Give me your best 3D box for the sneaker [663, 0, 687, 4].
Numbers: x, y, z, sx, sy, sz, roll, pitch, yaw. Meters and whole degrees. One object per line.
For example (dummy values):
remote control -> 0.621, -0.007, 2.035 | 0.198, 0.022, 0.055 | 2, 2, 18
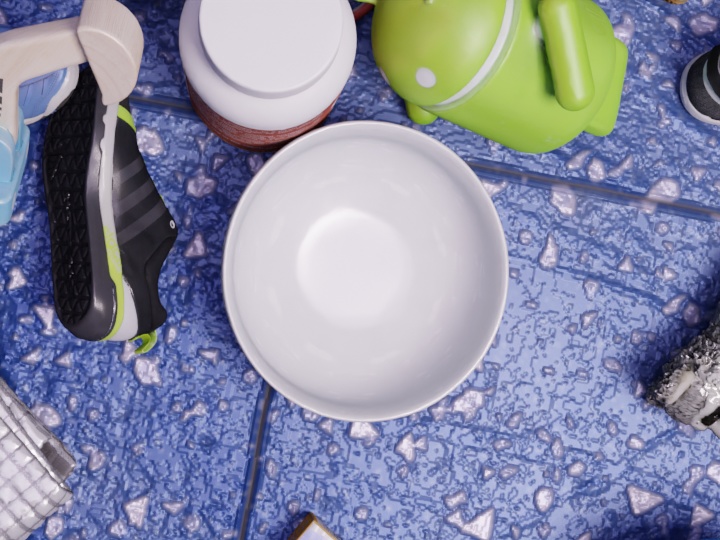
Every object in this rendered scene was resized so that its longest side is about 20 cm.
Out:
sneaker -> 0.201, -0.291, 0.940 | 0.087, 0.076, 0.201 | -33, 93, -6

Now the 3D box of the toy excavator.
toy excavator -> -0.243, -0.094, 0.820 | 0.193, 0.201, 0.100 | 10, 47, -10

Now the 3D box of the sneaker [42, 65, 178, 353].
sneaker -> -0.169, -0.042, 0.911 | 0.082, 0.071, 0.202 | 8, 78, -44

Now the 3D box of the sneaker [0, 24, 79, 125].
sneaker -> -0.291, -0.139, 0.879 | 0.198, 0.077, 0.076 | 4, 88, -2

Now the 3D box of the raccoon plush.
raccoon plush -> 0.266, 0.025, 0.955 | 0.133, 0.097, 0.202 | -9, 60, 7

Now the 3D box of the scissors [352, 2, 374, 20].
scissors -> 0.052, -0.219, 0.951 | 0.198, 0.014, 0.074 | -7, 76, -10

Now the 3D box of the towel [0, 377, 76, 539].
towel -> -0.307, 0.123, 0.875 | 0.166, 0.086, 0.200 | -43, 92, -7

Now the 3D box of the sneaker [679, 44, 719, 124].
sneaker -> 0.340, -0.135, 0.933 | 0.198, 0.112, 0.074 | -4, 90, -6

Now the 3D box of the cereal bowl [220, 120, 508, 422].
cereal bowl -> 0.000, 0.000, 0.906 | 0.198, 0.083, 0.202 | 0, 91, -7

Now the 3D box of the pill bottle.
pill bottle -> -0.061, -0.142, 0.846 | 0.111, 0.200, 0.113 | 0, 89, -6

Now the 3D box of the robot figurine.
robot figurine -> 0.092, -0.151, 0.884 | 0.199, 0.175, 0.117 | 18, 83, -37

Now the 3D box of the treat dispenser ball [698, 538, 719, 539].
treat dispenser ball -> 0.246, 0.281, 0.870 | 0.199, 0.201, 0.203 | 0, 89, -6

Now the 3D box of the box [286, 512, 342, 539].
box -> -0.056, 0.287, 0.919 | 0.119, 0.041, 0.200 | 41, 83, -4
